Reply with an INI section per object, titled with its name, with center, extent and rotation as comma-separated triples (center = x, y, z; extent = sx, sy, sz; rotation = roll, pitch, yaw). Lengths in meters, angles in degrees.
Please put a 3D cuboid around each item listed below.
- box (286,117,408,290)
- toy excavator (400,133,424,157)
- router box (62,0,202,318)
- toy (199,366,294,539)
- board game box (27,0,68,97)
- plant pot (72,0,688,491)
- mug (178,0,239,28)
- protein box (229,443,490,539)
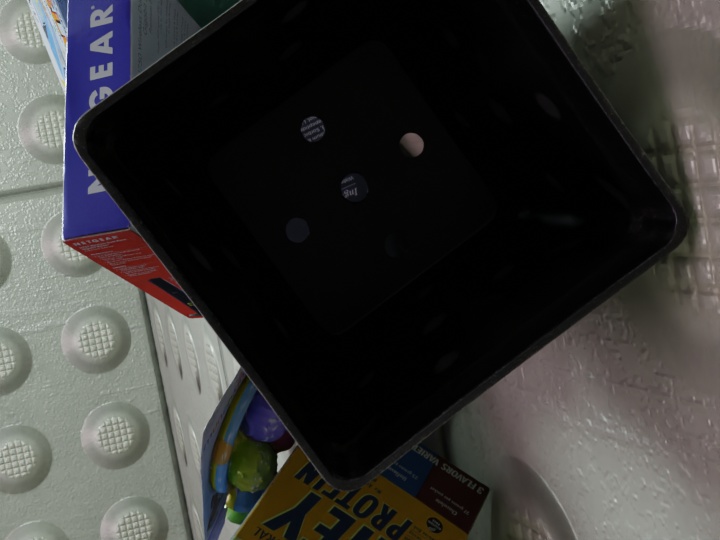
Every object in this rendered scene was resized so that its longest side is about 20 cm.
[box]
center = -0.031, -0.052, 0.773
extent = 0.201, 0.107, 0.148
rotation = 70, -169, 19
[toy excavator]
center = 0.022, -0.188, 0.661
extent = 0.200, 0.100, 0.195
rotation = 57, 152, 21
[router box]
center = -0.138, -0.086, 0.781
extent = 0.179, 0.049, 0.201
rotation = 45, -141, -66
[toy]
center = -0.074, 0.127, 0.813
extent = 0.200, 0.047, 0.115
rotation = 104, -172, -51
[board game box]
center = -0.205, -0.148, 0.866
extent = 0.135, 0.034, 0.201
rotation = 36, 147, 57
[plant pot]
center = 0.006, -0.042, 0.570
extent = 0.200, 0.199, 0.177
rotation = 53, 178, -5
[mug]
center = -0.121, -0.227, 0.927
extent = 0.185, 0.114, 0.153
rotation = 130, 127, -69
[protein box]
center = -0.035, 0.237, 0.793
extent = 0.135, 0.200, 0.199
rotation = 32, 129, 5
